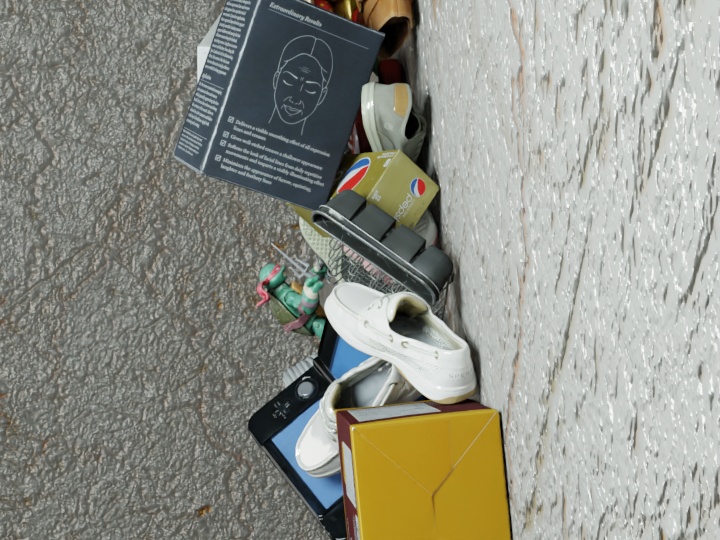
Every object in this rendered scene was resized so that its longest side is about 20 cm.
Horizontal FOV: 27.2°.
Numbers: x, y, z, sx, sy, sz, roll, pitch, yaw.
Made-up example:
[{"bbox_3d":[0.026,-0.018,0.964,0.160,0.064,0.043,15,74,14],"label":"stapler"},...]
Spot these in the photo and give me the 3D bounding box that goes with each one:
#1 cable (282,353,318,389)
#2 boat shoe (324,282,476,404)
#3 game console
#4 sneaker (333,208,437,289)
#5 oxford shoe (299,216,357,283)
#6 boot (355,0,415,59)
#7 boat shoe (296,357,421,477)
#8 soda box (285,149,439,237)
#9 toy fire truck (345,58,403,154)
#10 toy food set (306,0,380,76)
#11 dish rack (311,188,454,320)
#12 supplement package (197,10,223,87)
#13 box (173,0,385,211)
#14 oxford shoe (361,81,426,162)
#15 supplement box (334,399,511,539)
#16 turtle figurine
[{"bbox_3d":[-0.034,0.204,1.860,0.200,0.069,0.202,-138,23,-77],"label":"cable"},{"bbox_3d":[0.040,0.050,1.433,0.199,0.070,0.070,32,134,39],"label":"boat shoe"},{"bbox_3d":[-0.023,0.156,1.602,0.200,0.175,0.117,47,171,35],"label":"game console"},{"bbox_3d":[0.047,-0.022,1.642,0.105,0.076,0.200,46,165,-25],"label":"sneaker"},{"bbox_3d":[0.000,0.000,1.801,0.201,0.075,0.058,54,-168,2],"label":"oxford shoe"},{"bbox_3d":[0.018,-0.302,1.643,0.200,0.073,0.157,91,168,-72],"label":"boot"},{"bbox_3d":[-0.013,0.141,1.527,0.200,0.069,0.071,-48,58,28],"label":"boat shoe"},{"bbox_3d":[-0.002,-0.079,1.591,0.068,0.064,0.199,-56,23,-15],"label":"soda box"},{"bbox_3d":[0.000,-0.141,1.745,0.201,0.110,0.170,90,173,-53],"label":"toy fire truck"},{"bbox_3d":[-0.019,-0.324,1.803,0.198,0.048,0.203,-11,-85,-70],"label":"toy food set"},{"bbox_3d":[0.024,0.009,1.527,0.153,0.055,0.201,36,156,16],"label":"dish rack"},{"bbox_3d":[-0.121,-0.228,1.758,0.200,0.115,0.119,-82,-7,-68],"label":"supplement package"},{"bbox_3d":[-0.087,-0.183,1.562,0.107,0.147,0.202,31,102,63],"label":"box"},{"bbox_3d":[0.044,-0.143,1.591,0.200,0.057,0.076,61,-154,-69],"label":"oxford shoe"},{"bbox_3d":[0.056,0.227,1.377,0.200,0.131,0.200,172,92,-85],"label":"supplement box"},{"bbox_3d":[-0.060,0.039,1.872,0.200,0.100,0.150,48,-164,-15],"label":"turtle figurine"}]
